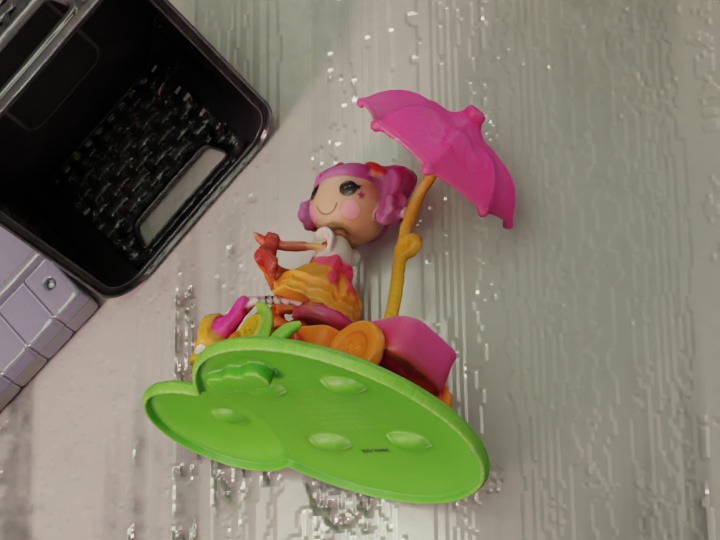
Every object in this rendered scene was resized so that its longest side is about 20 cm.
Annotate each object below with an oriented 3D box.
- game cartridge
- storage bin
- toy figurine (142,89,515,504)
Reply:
[{"bbox_3d":[-0.249,-0.001,1.272,0.130,0.038,0.200,-44,63,-3],"label":"game cartridge"},{"bbox_3d":[-0.147,-0.087,1.167,0.135,0.200,0.094,-48,63,-1],"label":"storage bin"},{"bbox_3d":[0.000,0.000,1.145,0.199,0.150,0.185,-7,53,44],"label":"toy figurine"}]
